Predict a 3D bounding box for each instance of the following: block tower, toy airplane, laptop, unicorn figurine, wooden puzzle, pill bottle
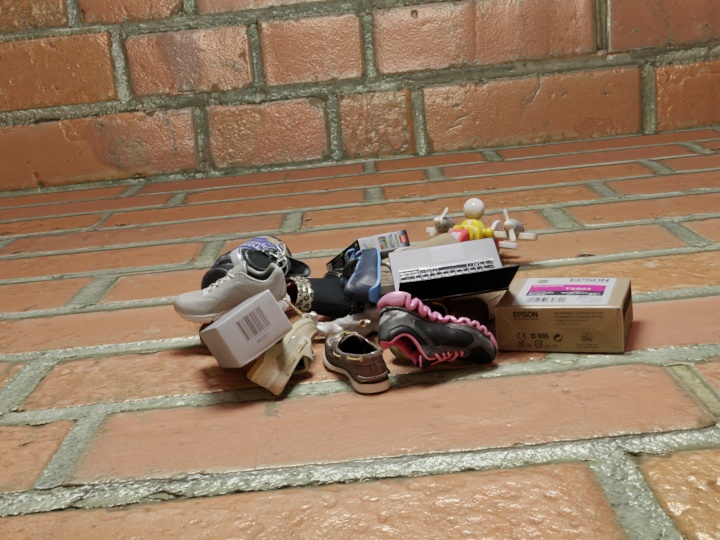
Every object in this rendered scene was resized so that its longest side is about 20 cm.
[{"bbox_3d":[0.040,0.029,1.843,0.053,0.059,0.200,-7,13,-5],"label":"block tower"},{"bbox_3d":[0.246,-0.080,2.007,0.196,0.144,0.199,-8,14,-7],"label":"toy airplane"},{"bbox_3d":[0.142,-0.016,1.556,0.183,0.117,0.202,-8,41,-1],"label":"laptop"},{"bbox_3d":[-0.013,0.089,1.623,0.197,0.076,0.136,3,-1,-32],"label":"unicorn figurine"},{"bbox_3d":[0.152,0.030,1.692,0.184,0.047,0.200,-22,58,-43],"label":"wooden puzzle"},{"bbox_3d":[-0.213,0.010,1.825,0.110,0.114,0.200,0,16,22],"label":"pill bottle"}]

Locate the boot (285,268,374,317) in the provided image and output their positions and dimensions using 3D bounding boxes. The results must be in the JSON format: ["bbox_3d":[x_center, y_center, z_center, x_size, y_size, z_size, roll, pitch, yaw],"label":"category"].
[{"bbox_3d":[-0.074,0.034,1.751,0.151,0.075,0.203,9,12,-24],"label":"boot"}]

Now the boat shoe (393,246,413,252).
[{"bbox_3d":[0.101,0.004,1.808,0.092,0.076,0.198,2,-14,45],"label":"boat shoe"}]

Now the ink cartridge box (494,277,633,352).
[{"bbox_3d":[0.324,0.068,1.543,0.196,0.077,0.165,-1,16,20],"label":"ink cartridge box"}]

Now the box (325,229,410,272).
[{"bbox_3d":[0.012,-0.031,1.966,0.108,0.035,0.200,-12,-9,-22],"label":"box"}]

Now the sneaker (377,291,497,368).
[{"bbox_3d":[0.109,0.109,1.429,0.197,0.079,0.097,21,53,-12],"label":"sneaker"}]

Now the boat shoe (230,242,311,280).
[{"bbox_3d":[-0.154,-0.008,1.735,0.067,0.075,0.198,-32,-30,19],"label":"boat shoe"}]

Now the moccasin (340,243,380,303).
[{"bbox_3d":[0.000,0.000,1.662,0.067,0.082,0.200,3,11,-1],"label":"moccasin"}]

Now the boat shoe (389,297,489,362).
[{"bbox_3d":[0.132,0.081,1.537,0.197,0.069,0.072,-18,47,-34],"label":"boat shoe"}]

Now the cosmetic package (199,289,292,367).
[{"bbox_3d":[-0.177,0.092,1.481,0.101,0.075,0.200,-35,3,-15],"label":"cosmetic package"}]

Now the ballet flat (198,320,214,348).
[{"bbox_3d":[-0.184,0.089,1.681,0.198,0.069,0.072,-21,28,-39],"label":"ballet flat"}]

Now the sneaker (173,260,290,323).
[{"bbox_3d":[-0.218,0.028,1.638,0.195,0.094,0.076,-7,28,-7],"label":"sneaker"}]

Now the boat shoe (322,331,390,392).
[{"bbox_3d":[-0.010,0.126,1.474,0.070,0.061,0.200,-10,15,-17],"label":"boat shoe"}]

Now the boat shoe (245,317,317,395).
[{"bbox_3d":[-0.105,0.134,1.491,0.065,0.073,0.200,38,23,6],"label":"boat shoe"}]
